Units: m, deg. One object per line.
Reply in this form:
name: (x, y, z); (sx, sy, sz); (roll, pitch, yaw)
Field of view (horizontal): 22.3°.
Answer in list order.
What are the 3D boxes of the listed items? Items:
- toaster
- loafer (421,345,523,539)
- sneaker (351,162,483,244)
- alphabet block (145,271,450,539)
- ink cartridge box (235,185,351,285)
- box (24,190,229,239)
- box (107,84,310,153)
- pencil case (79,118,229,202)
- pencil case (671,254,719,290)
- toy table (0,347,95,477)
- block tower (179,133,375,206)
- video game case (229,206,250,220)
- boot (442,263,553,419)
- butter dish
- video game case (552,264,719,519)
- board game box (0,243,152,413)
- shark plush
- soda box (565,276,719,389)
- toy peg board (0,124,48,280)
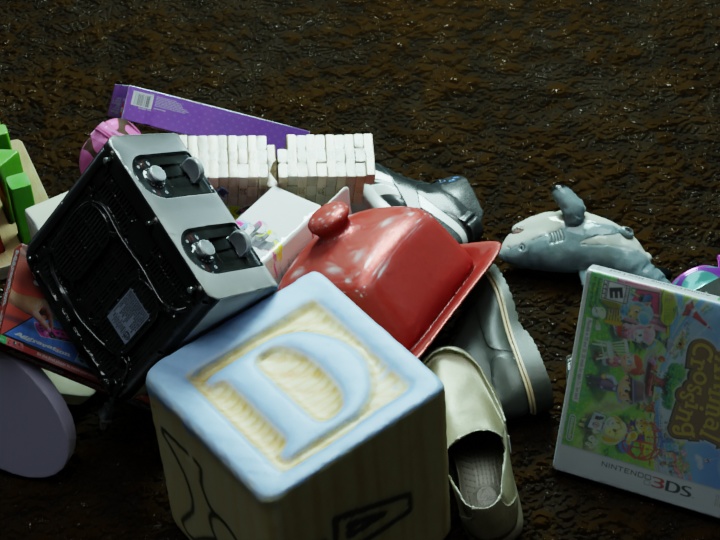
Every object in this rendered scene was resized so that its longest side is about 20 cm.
toaster: (-0.191, 0.003, 1.633); (0.118, 0.200, 0.181); (-14, 64, -51)
loafer: (0.102, 0.150, 1.658); (0.075, 0.068, 0.201); (-18, 62, -3)
sneaker: (0.049, -0.079, 1.943); (0.112, 0.073, 0.200); (-30, 58, -29)
alphabet block: (-0.051, 0.162, 1.598); (0.196, 0.201, 0.195); (-29, 50, -24)
ink cartridge box: (-0.091, 0.001, 1.830); (0.068, 0.116, 0.200); (24, 50, 29)
box: (-0.239, -0.056, 1.900); (0.199, 0.069, 0.082); (-24, 46, -19)
box: (-0.164, -0.156, 1.955); (0.198, 0.039, 0.137); (13, 3, -15)
pencil case: (-0.206, -0.080, 1.788); (0.091, 0.094, 0.200); (-46, 43, -6)
pencil case: (0.362, 0.081, 1.727); (0.085, 0.093, 0.200); (17, 29, -36)
toy table: (-0.338, 0.088, 1.731); (0.183, 0.201, 0.117); (-24, 23, 28)
block tower: (-0.086, -0.102, 1.866); (0.198, 0.058, 0.054); (-1, 59, -6)
video game case: (-0.176, -0.059, 1.966); (0.180, 0.026, 0.199); (-36, 51, -29)
boot: (0.089, 0.071, 1.778); (0.137, 0.078, 0.201); (-18, 44, -7)
butter dish: (0.000, 0.000, 1.763); (0.199, 0.148, 0.200); (-7, 35, 46)
video game case: (0.273, 0.111, 1.634); (0.181, 0.202, 0.022); (15, 21, 19)
board game box: (-0.242, 0.060, 1.703); (0.199, 0.019, 0.104); (25, 55, -29)
shark plush: (0.245, -0.002, 1.873); (0.199, 0.091, 0.084); (31, 71, 5)
soda box: (0.285, 0.079, 1.681); (0.199, 0.063, 0.071); (-31, 34, 29)
toy peg board: (-0.437, -0.080, 1.956); (0.198, 0.098, 0.200); (-18, 45, -15)
